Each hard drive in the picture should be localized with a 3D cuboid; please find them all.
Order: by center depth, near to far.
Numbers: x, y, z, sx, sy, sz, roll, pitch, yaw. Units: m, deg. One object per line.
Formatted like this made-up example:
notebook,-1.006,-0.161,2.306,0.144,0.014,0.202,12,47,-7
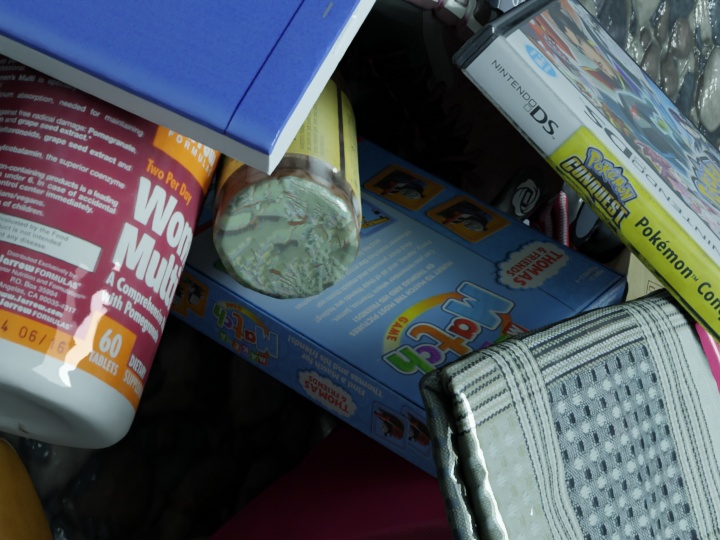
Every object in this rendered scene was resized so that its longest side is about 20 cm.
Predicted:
hard drive,-0.095,-0.132,0.656,0.025,0.200,0.132,99,17,-61

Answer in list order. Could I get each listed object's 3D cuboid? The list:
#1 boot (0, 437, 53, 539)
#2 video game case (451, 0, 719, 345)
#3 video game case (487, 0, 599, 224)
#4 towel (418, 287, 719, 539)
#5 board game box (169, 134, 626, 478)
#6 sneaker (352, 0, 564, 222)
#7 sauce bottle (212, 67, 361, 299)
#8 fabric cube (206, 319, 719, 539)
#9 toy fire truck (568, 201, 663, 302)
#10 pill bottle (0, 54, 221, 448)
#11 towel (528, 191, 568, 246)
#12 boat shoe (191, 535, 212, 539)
boot,-0.110,0.171,0.688,0.071,0.144,0.202,-15,104,-50
video game case,0.131,-0.052,0.759,0.181,0.026,0.200,46,22,0
video game case,0.087,-0.065,0.966,0.143,0.019,0.200,10,92,-60
towel,0.105,0.114,0.616,0.192,0.034,0.200,-12,87,-55
board game box,0.000,0.000,0.771,0.151,0.200,0.037,-34,143,-44
sneaker,0.041,-0.077,0.847,0.200,0.076,0.116,23,88,-32
sauce bottle,-0.032,-0.061,0.760,0.200,0.065,0.065,-91,162,-60
fabric cube,0.078,0.161,0.760,0.200,0.199,0.196,-37,107,-53
toy fire truck,0.150,0.072,1.031,0.128,0.200,0.176,24,52,-12
pill bottle,-0.118,-0.037,0.685,0.110,0.109,0.200,37,62,-46
towel,0.089,0.073,0.920,0.145,0.022,0.200,-80,178,-61
boat shoe,-0.010,0.177,0.871,0.200,0.068,0.075,11,85,-50
